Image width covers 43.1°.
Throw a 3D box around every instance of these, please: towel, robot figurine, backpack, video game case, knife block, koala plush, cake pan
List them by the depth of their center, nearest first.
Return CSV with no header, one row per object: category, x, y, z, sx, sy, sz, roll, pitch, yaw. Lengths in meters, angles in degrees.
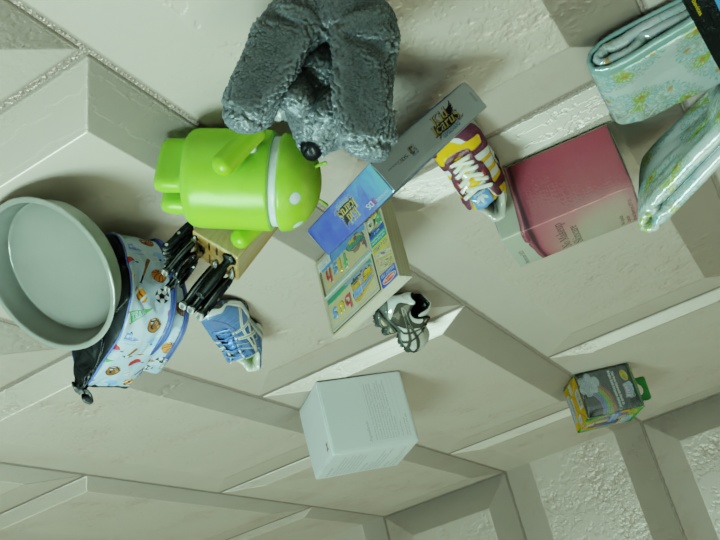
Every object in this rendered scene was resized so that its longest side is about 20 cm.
koala plush,-0.034,-0.188,0.954,0.175,0.186,0.200,13,168,4
robot figurine,-0.135,-0.106,1.062,0.198,0.117,0.176,3,147,3
video game case,0.039,-0.119,1.091,0.181,0.045,0.200,-45,-178,-31
cake pan,-0.375,0.001,1.121,0.200,0.201,0.037,-33,-174,32
towel,0.391,-0.263,1.127,0.199,0.049,0.171,-25,152,19
knife block,-0.156,-0.034,1.155,0.198,0.177,0.064,-9,155,-13
towel,0.444,-0.164,1.228,0.048,0.172,0.201,33,127,-2
backpack,-0.317,0.049,1.234,0.153,0.201,0.191,-2,145,-38

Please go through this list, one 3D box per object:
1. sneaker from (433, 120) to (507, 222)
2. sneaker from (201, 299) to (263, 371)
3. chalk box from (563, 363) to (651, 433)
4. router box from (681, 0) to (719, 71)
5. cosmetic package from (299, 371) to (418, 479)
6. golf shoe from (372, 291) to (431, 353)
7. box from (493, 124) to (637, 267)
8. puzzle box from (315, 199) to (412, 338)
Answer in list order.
sneaker,0.150,-0.134,1.219,0.075,0.091,0.200,-26,151,23
sneaker,-0.208,0.108,1.521,0.075,0.078,0.200,-19,152,13
chalk box,0.650,0.328,2.366,0.198,0.125,0.124,-10,153,-7
router box,0.424,-0.285,0.944,0.051,0.202,0.149,4,148,-38
cosmetic package,-0.006,0.336,1.980,0.198,0.168,0.168,-5,152,-21
golf shoe,0.098,0.092,1.657,0.094,0.078,0.200,-25,154,18
box,0.294,-0.105,1.334,0.198,0.110,0.128,-23,154,15
puzzle box,0.000,0.000,1.356,0.025,0.134,0.200,3,148,-33
